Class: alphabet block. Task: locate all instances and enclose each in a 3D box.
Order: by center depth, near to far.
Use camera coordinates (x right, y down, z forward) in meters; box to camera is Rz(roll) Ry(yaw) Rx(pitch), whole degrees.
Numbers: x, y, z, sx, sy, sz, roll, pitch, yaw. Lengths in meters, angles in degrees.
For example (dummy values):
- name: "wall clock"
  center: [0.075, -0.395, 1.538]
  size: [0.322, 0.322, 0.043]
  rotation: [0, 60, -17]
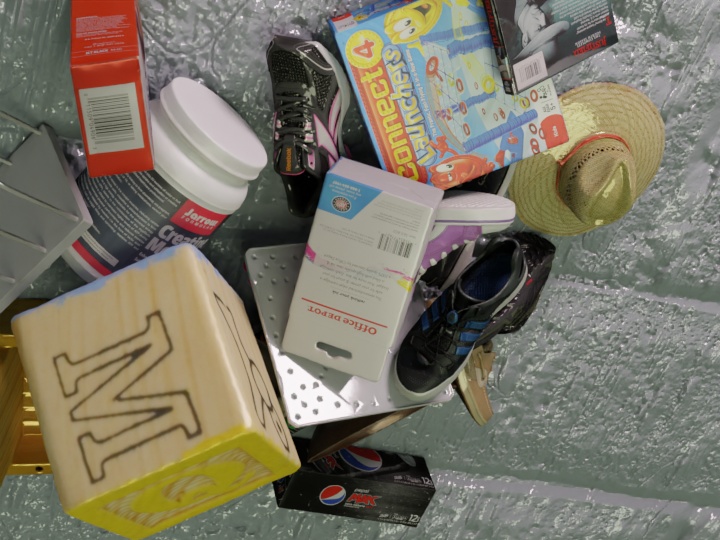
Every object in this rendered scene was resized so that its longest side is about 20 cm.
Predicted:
- name: "alphabet block"
  center: [-0.194, 0.123, 1.244]
  size: [0.195, 0.201, 0.195]
  rotation: [-24, 157, 4]

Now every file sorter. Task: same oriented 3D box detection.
- name: "file sorter"
  center: [-0.385, -0.048, 1.228]
  size: [0.200, 0.139, 0.124]
  rotation: [-41, 146, 15]

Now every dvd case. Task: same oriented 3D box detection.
- name: "dvd case"
  center: [0.175, -0.290, 1.240]
  size: [0.145, 0.022, 0.201]
  rotation: [-29, 115, -24]

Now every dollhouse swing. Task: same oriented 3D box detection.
- name: "dollhouse swing"
  center: [-0.334, 0.163, 1.391]
  size: [0.180, 0.176, 0.201]
  rotation: [2, 123, -16]

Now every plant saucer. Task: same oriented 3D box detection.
- name: "plant saucer"
  center: [0.019, 0.169, 1.520]
  size: [0.199, 0.037, 0.200]
  rotation: [-26, 171, -4]

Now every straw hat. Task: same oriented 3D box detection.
- name: "straw hat"
  center: [0.266, -0.100, 1.421]
  size: [0.199, 0.085, 0.202]
  rotation: [-7, 126, -10]

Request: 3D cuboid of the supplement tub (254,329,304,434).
- name: "supplement tub"
  center: [-0.080, 0.120, 1.462]
  size: [0.199, 0.123, 0.123]
  rotation: [-29, 127, 6]

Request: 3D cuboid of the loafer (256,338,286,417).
- name: "loafer"
  center: [-0.146, 0.098, 1.385]
  size: [0.076, 0.199, 0.068]
  rotation: [-57, 148, -13]

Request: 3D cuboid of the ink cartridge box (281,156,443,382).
- name: "ink cartridge box"
  center: [0.000, 0.000, 1.306]
  size: [0.114, 0.068, 0.201]
  rotation: [19, 112, 5]

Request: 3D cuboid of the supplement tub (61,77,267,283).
- name: "supplement tub"
  center: [-0.203, -0.078, 1.277]
  size: [0.140, 0.141, 0.200]
  rotation: [33, 111, -32]

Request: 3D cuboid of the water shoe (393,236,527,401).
- name: "water shoe"
  center: [0.099, 0.045, 1.346]
  size: [0.200, 0.071, 0.079]
  rotation: [-52, 159, -11]

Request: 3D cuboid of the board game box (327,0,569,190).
- name: "board game box"
  center: [0.091, -0.192, 1.301]
  size: [0.195, 0.056, 0.201]
  rotation: [-22, 114, 0]

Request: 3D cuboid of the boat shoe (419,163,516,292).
- name: "boat shoe"
  center: [0.114, -0.073, 1.404]
  size: [0.060, 0.074, 0.201]
  rotation: [24, 105, -7]

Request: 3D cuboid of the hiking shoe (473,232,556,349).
- name: "hiking shoe"
  center: [0.160, 0.047, 1.456]
  size: [0.200, 0.075, 0.101]
  rotation: [-40, 141, -33]

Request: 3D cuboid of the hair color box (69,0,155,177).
- name: "hair color box"
  center: [-0.225, -0.184, 1.157]
  size: [0.063, 0.200, 0.112]
  rotation: [-8, 126, -8]

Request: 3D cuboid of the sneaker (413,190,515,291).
- name: "sneaker"
  center: [0.071, -0.021, 1.357]
  size: [0.199, 0.073, 0.115]
  rotation: [-5, 106, 16]

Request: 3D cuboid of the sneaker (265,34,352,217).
- name: "sneaker"
  center: [-0.055, -0.138, 1.289]
  size: [0.080, 0.087, 0.201]
  rotation: [5, 131, 25]

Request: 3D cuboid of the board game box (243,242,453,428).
- name: "board game box"
  center: [-0.015, 0.063, 1.378]
  size: [0.199, 0.201, 0.026]
  rotation: [-6, 159, -29]

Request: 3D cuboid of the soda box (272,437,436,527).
- name: "soda box"
  center: [-0.009, 0.269, 1.623]
  size: [0.199, 0.063, 0.071]
  rotation: [12, 120, -23]

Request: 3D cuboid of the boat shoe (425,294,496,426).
- name: "boat shoe"
  center: [0.134, 0.107, 1.541]
  size: [0.064, 0.071, 0.201]
  rotation: [-27, 128, -5]
